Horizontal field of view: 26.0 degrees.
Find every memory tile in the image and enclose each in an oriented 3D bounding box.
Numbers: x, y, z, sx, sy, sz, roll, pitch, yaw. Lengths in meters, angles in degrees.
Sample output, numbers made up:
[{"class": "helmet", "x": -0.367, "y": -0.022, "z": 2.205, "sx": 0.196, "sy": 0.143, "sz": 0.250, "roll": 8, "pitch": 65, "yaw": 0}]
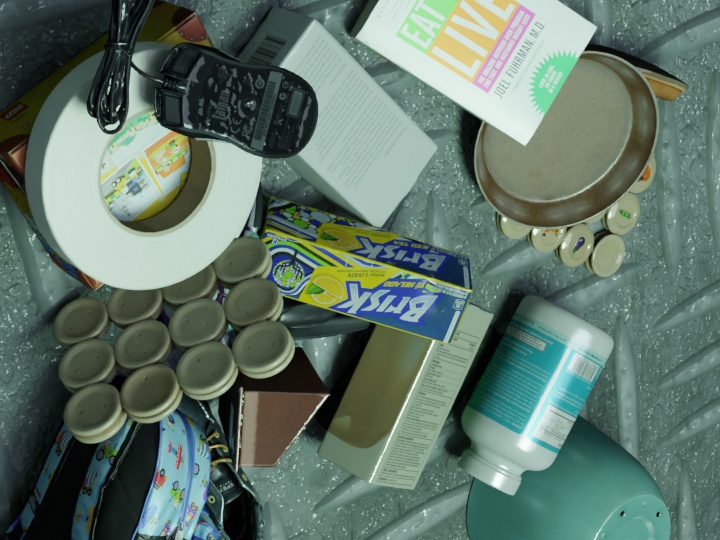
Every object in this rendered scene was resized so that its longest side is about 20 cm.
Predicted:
[{"class": "memory tile", "x": -0.159, "y": 0.057, "z": 1.311, "sx": 0.199, "sy": 0.154, "sz": 0.017, "roll": -20, "pitch": 137, "yaw": 1}, {"class": "memory tile", "x": 0.237, "y": -0.083, "z": 1.685, "sx": 0.200, "sy": 0.017, "sz": 0.154, "roll": 20, "pitch": 95, "yaw": -40}]

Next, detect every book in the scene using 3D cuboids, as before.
[{"class": "book", "x": 0.106, "y": -0.225, "z": 1.471, "sx": 0.200, "sy": 0.048, "sz": 0.134, "roll": 29, "pitch": 94, "yaw": -19}]

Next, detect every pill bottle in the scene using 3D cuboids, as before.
[{"class": "pill bottle", "x": 0.179, "y": 0.135, "z": 1.664, "sx": 0.111, "sy": 0.111, "sz": 0.200, "roll": 29, "pitch": 89, "yaw": -40}]

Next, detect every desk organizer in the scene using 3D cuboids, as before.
[{"class": "desk organizer", "x": -0.080, "y": 0.117, "z": 1.386, "sx": 0.077, "sy": 0.200, "sz": 0.072, "roll": 3, "pitch": 98, "yaw": -9}]

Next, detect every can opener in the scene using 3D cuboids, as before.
[{"class": "can opener", "x": -0.036, "y": 0.042, "z": 1.502, "sx": 0.200, "sy": 0.079, "sz": 0.064, "roll": -1, "pitch": 116, "yaw": -50}]

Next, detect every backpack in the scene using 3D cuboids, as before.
[{"class": "backpack", "x": -0.203, "y": 0.196, "z": 1.356, "sx": 0.134, "sy": 0.182, "sz": 0.201, "roll": 20, "pitch": 91, "yaw": -40}]

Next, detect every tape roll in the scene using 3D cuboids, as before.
[{"class": "tape roll", "x": -0.172, "y": -0.083, "z": 1.262, "sx": 0.202, "sy": 0.037, "sz": 0.204, "roll": -13, "pitch": 113, "yaw": -33}]

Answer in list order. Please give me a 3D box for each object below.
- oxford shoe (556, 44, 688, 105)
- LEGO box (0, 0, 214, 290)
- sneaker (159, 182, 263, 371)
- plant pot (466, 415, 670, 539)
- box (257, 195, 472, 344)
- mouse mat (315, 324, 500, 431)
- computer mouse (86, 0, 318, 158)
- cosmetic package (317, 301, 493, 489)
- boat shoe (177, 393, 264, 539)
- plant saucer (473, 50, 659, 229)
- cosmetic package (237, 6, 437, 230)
[{"class": "oxford shoe", "x": 0.253, "y": -0.195, "z": 1.626, "sx": 0.199, "sy": 0.071, "sz": 0.072, "roll": 6, "pitch": 111, "yaw": -28}, {"class": "LEGO box", "x": -0.196, "y": -0.108, "z": 1.308, "sx": 0.200, "sy": 0.077, "sz": 0.149, "roll": -40, "pitch": 127, "yaw": -18}, {"class": "sneaker", "x": -0.146, "y": 0.003, "z": 1.399, "sx": 0.087, "sy": 0.074, "sz": 0.201, "roll": 15, "pitch": 85, "yaw": -11}, {"class": "plant pot", "x": 0.246, "y": 0.275, "z": 1.736, "sx": 0.200, "sy": 0.161, "sz": 0.201, "roll": -14, "pitch": 115, "yaw": -33}, {"class": "box", "x": 0.000, "y": 0.000, "z": 1.437, "sx": 0.199, "sy": 0.070, "sz": 0.064, "roll": 16, "pitch": 119, "yaw": -8}, {"class": "mouse mat", "x": 0.054, "y": 0.111, "z": 1.628, "sx": 0.200, "sy": 0.008, "sz": 0.161, "roll": -53, "pitch": 130, "yaw": -7}, {"class": "computer mouse", "x": -0.120, "y": -0.167, "z": 1.223, "sx": 0.199, "sy": 0.046, "sz": 0.141, "roll": 6, "pitch": 98, "yaw": -33}, {"class": "cosmetic package", "x": 0.046, "y": 0.112, "z": 1.556, "sx": 0.105, "sy": 0.071, "sz": 0.201, "roll": 24, "pitch": 91, "yaw": -60}, {"class": "boat shoe", "x": -0.144, "y": 0.174, "z": 1.448, "sx": 0.071, "sy": 0.091, "sz": 0.201, "roll": -34, "pitch": 124, "yaw": -22}, {"class": "plant saucer", "x": 0.205, "y": -0.136, "z": 1.582, "sx": 0.199, "sy": 0.035, "sz": 0.201, "roll": -9, "pitch": 123, "yaw": -14}, {"class": "cosmetic package", "x": -0.030, "y": -0.137, "z": 1.427, "sx": 0.102, "sy": 0.071, "sz": 0.200, "roll": -54, "pitch": 130, "yaw": -8}]
